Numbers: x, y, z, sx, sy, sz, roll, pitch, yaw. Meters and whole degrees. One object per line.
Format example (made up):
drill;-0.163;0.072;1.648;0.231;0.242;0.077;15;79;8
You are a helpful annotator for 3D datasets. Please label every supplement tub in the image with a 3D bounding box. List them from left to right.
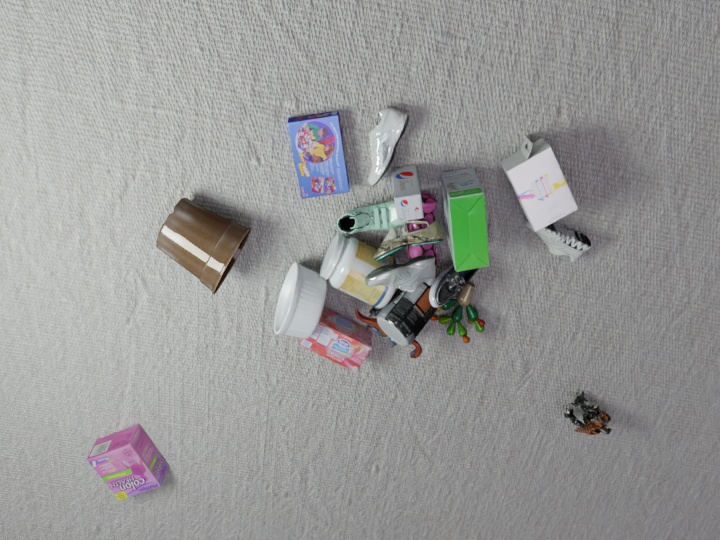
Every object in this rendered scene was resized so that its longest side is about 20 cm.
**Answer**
supplement tub;0.000;0.000;1.676;0.196;0.146;0.147;25;116;-12
supplement tub;0.145;0.097;1.696;0.201;0.121;0.123;-49;114;-18

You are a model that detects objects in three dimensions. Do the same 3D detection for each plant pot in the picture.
plant pot;-0.422;-0.075;1.626;0.195;0.201;0.203;30;115;-6

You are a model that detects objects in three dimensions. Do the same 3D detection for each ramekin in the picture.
ramekin;-0.166;0.089;1.701;0.095;0.202;0.204;17;118;-17

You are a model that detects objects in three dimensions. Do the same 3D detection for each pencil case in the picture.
pencil case;0.171;-0.107;1.652;0.090;0.091;0.206;-6;116;-5

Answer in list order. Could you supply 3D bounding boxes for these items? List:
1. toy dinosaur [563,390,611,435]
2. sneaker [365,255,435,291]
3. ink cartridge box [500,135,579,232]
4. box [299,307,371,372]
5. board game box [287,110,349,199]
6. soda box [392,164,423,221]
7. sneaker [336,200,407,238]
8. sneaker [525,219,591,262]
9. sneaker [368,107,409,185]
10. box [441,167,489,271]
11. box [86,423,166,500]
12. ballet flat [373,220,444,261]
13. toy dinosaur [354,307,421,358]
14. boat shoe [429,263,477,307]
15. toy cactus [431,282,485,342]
toy dinosaur;0.717;0.462;1.911;0.103;0.135;0.199;-53;149;8
sneaker;0.108;0.021;1.587;0.194;0.070;0.083;-13;104;-12
ink cartridge box;0.445;-0.230;1.550;0.123;0.129;0.203;-27;106;14
box;-0.072;0.197;1.809;0.196;0.095;0.104;27;116;-13
board game box;-0.105;-0.296;1.578;0.130;0.045;0.206;-6;118;4
soda box;0.117;-0.198;1.539;0.066;0.202;0.065;-8;120;6
sneaker;0.034;-0.130;1.594;0.194;0.118;0.076;-7;103;23
sneaker;0.530;-0.085;1.671;0.195;0.076;0.082;25;127;-9
sneaker;0.055;-0.317;1.561;0.078;0.071;0.205;25;114;5
box;0.267;-0.134;1.584;0.093;0.178;0.205;-8;118;5
box;-0.778;0.645;2.052;0.171;0.098;0.204;-19;117;10
ballet flat;0.119;-0.086;1.594;0.194;0.068;0.078;-16;87;15
toy dinosaur;0.091;0.190;1.770;0.180;0.197;0.108;34;111;33
boat shoe;0.263;0.026;1.664;0.065;0.199;0.071;-5;120;54
toy cactus;0.284;0.115;1.773;0.195;0.103;0.169;22;107;-1
